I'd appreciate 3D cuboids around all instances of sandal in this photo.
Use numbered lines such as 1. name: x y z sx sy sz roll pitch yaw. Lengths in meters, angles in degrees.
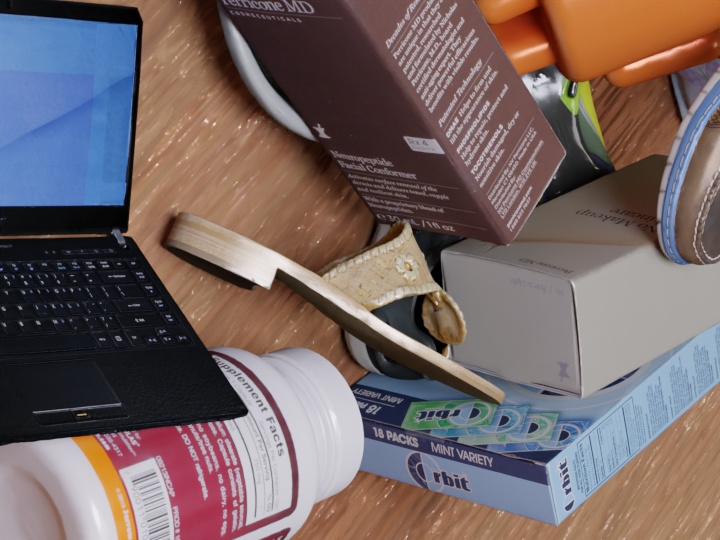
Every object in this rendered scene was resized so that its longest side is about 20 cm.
1. sandal: 0.002 0.000 1.121 0.211 0.078 0.070 26 82 -16

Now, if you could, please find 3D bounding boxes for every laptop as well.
1. laptop: -0.144 -0.028 0.981 0.177 0.200 0.104 -2 137 -46

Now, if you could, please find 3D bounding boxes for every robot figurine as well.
1. robot figurine: 0.156 -0.180 1.157 0.117 0.199 0.145 -50 119 -88

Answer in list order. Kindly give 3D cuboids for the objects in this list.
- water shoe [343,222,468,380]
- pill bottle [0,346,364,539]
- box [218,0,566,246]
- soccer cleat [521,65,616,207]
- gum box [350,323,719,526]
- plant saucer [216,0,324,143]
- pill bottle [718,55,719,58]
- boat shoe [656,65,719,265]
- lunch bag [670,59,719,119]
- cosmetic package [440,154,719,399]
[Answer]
1. water shoe: 0.053 -0.032 1.219 0.071 0.079 0.201 17 86 -48
2. pill bottle: -0.096 0.105 1.059 0.199 0.112 0.114 -17 111 -45
3. box: 0.017 -0.105 1.075 0.075 0.100 0.200 -56 133 -23
4. soccer cleat: 0.120 -0.097 1.304 0.064 0.084 0.201 -18 100 -3
5. gum box: 0.107 0.067 1.232 0.200 0.169 0.045 -34 122 -39
6. plant saucer: -0.018 -0.171 1.133 0.199 0.050 0.202 -12 106 -46
7. pill bottle: 0.220 -0.188 1.280 0.112 0.199 0.113 -13 108 -46
8. boat shoe: 0.231 -0.086 1.118 0.072 0.072 0.201 30 87 -52
9. lunch bag: 0.317 -0.193 1.411 0.200 0.169 0.128 -47 126 -27
10. cosmetic package: 0.151 -0.001 1.196 0.199 0.103 0.074 -23 116 -41
